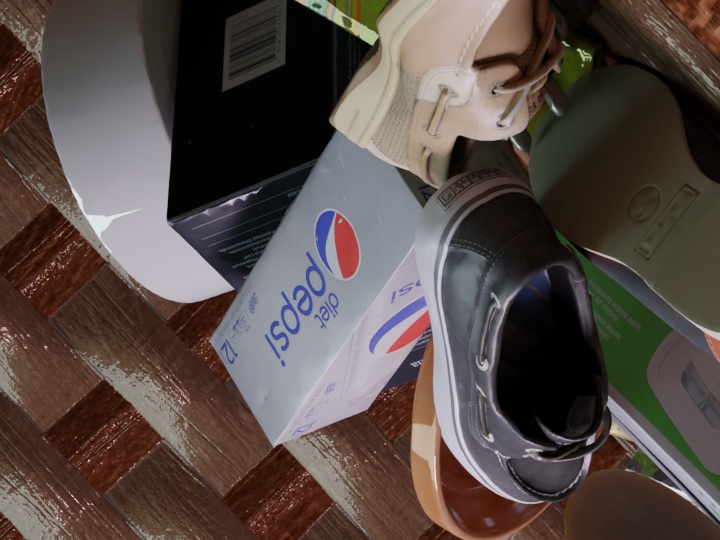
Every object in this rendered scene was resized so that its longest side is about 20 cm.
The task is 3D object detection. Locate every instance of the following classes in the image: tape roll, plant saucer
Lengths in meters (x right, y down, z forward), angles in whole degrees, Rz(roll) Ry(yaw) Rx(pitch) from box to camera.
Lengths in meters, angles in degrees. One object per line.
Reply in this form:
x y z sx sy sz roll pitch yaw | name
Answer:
-0.095 -0.086 1.113 0.202 0.071 0.203 45 -145 -44 | tape roll
0.087 0.043 1.003 0.032 0.201 0.200 24 167 31 | plant saucer

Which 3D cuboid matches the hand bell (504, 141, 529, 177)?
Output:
0.138 0.002 1.187 0.200 0.104 0.104 34 175 20 | hand bell

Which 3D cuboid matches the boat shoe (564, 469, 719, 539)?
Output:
0.174 0.178 0.928 0.200 0.070 0.070 46 177 13 | boat shoe

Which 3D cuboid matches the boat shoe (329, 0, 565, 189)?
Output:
0.045 -0.085 0.702 0.064 0.071 0.200 39 161 0 | boat shoe

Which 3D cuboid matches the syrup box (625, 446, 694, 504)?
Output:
0.246 0.143 1.203 0.081 0.079 0.200 20 163 39 | syrup box

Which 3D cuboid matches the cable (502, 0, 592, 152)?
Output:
0.020 -0.137 0.771 0.200 0.050 0.097 49 163 -7 | cable

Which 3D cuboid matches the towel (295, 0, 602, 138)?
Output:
0.020 -0.117 0.863 0.200 0.018 0.086 32 158 21 | towel

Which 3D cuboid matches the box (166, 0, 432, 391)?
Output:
-0.010 -0.066 1.059 0.182 0.104 0.201 46 -148 -42 | box

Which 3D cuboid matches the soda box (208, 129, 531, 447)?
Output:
0.000 0.000 0.907 0.068 0.063 0.200 57 142 20 | soda box

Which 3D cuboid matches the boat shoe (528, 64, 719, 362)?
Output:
0.127 -0.017 0.736 0.062 0.071 0.200 32 -169 -32 | boat shoe

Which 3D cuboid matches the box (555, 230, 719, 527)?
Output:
0.174 0.056 0.906 0.200 0.097 0.176 47 -178 32 | box

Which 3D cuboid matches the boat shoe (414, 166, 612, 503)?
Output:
0.073 0.043 0.785 0.066 0.070 0.201 49 161 39 | boat shoe

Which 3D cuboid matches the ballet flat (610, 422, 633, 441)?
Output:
0.165 0.068 1.199 0.199 0.071 0.071 9 -163 -24 | ballet flat
